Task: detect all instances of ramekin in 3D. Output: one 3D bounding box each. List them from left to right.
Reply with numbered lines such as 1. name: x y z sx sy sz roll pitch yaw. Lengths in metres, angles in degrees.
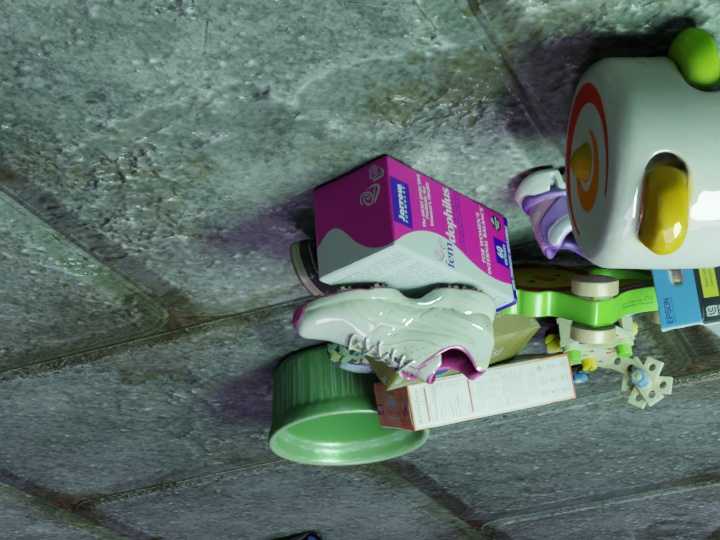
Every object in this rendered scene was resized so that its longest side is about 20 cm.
1. ramekin: -0.017 0.166 1.933 0.200 0.098 0.200 -4 155 -2

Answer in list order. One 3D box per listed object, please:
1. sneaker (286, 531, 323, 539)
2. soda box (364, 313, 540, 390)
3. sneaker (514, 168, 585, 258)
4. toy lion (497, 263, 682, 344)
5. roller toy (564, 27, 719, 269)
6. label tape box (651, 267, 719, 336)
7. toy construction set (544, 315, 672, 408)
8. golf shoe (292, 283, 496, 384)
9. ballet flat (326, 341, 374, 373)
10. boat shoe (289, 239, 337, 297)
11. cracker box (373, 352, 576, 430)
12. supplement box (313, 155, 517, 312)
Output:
1. sneaker: -0.076 0.498 2.645 0.199 0.081 0.115 13 152 -30
2. soda box: 0.099 0.071 1.703 0.200 0.068 0.064 -11 147 -39
3. sneaker: 0.255 -0.049 1.541 0.200 0.089 0.081 -1 153 -9
4. toy lion: 0.226 0.021 1.647 0.200 0.069 0.192 -9 -165 -38
5. roller toy: 0.250 -0.090 1.334 0.140 0.200 0.182 -1 160 -7
6. label tape box: 0.398 -0.007 1.586 0.200 0.143 0.066 -10 154 10
7. toy construction set: 0.295 0.092 1.854 0.131 0.092 0.200 -16 142 22
8. golf shoe: 0.035 0.063 1.500 0.200 0.092 0.075 -1 156 -4
9. ballet flat: 0.061 0.076 1.794 0.200 0.074 0.074 -6 156 -21
10. boat shoe: 0.000 0.001 1.630 0.066 0.072 0.201 -24 154 24
11. cracker box: 0.130 0.139 1.793 0.200 0.058 0.134 -9 179 -16
12. supplement box: 0.055 -0.022 1.546 0.103 0.101 0.200 -24 149 35
